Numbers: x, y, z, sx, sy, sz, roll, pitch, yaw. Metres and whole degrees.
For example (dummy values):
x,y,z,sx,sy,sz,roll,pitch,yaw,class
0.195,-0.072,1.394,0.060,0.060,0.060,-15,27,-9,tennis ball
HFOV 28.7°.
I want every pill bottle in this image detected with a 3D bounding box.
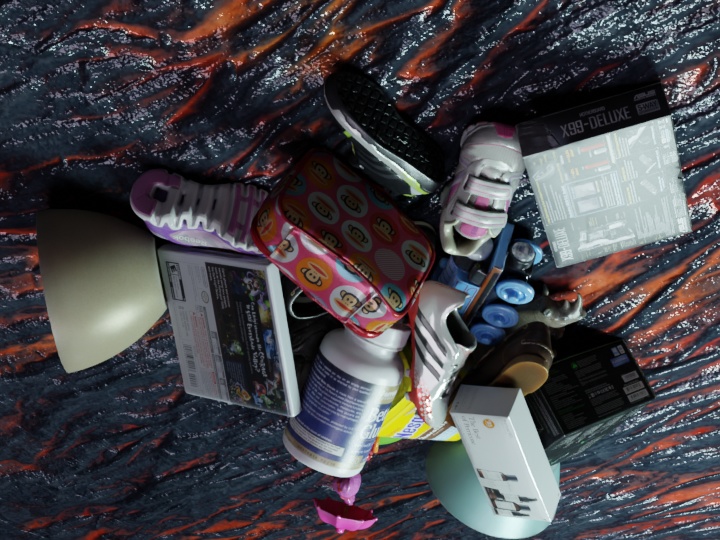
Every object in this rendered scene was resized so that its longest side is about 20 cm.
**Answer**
x,y,z,sx,sy,sz,roll,pitch,yaw,class
-0.012,0.142,1.732,0.110,0.111,0.202,19,106,-15,pill bottle

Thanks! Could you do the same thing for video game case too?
x,y,z,sx,sy,sz,roll,pitch,yaw,class
-0.160,0.072,1.721,0.180,0.023,0.202,8,116,36,video game case

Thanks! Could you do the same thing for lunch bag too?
x,y,z,sx,sy,sz,roll,pitch,yaw,class
-0.012,-0.041,1.579,0.200,0.177,0.082,41,131,-9,lunch bag

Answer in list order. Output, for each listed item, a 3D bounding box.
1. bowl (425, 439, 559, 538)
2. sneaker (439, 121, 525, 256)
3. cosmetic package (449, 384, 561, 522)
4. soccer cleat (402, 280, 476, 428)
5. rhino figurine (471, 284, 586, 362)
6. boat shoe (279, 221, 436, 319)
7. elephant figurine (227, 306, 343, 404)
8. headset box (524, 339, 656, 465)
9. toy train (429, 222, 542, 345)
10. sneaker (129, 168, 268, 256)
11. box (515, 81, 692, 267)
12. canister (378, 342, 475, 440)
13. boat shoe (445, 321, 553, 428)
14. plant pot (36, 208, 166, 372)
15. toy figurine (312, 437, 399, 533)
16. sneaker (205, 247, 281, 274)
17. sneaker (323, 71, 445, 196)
x,y,z,sx,sy,sz,roll,pitch,yaw,class
0.201,0.264,1.978,0.199,0.202,0.106,16,126,-9,bowl
0.136,-0.083,1.548,0.080,0.089,0.201,11,146,-3,sneaker
0.180,0.227,1.737,0.082,0.051,0.201,-1,133,29,cosmetic package
0.099,0.105,1.686,0.084,0.069,0.202,7,119,24,soccer cleat
0.214,0.077,1.790,0.087,0.060,0.200,29,139,-19,rhino figurine
0.001,0.002,1.686,0.200,0.063,0.074,-20,134,2,boat shoe
-0.088,0.096,1.811,0.140,0.157,0.200,17,160,5,elephant figurine
0.254,0.193,1.846,0.173,0.093,0.200,-16,159,-34,headset box
0.143,0.018,1.700,0.113,0.087,0.200,19,147,-3,toy train
-0.175,-0.058,1.681,0.198,0.081,0.089,15,153,1,sneaker
0.262,-0.096,1.501,0.156,0.050,0.201,-15,141,10,box
0.083,0.163,1.857,0.199,0.087,0.148,9,138,-43,canister
0.173,0.132,1.738,0.070,0.071,0.200,25,140,-21,boat shoe
-0.311,0.015,1.733,0.133,0.202,0.201,-10,146,-6,plant pot
-0.009,0.280,2.031,0.148,0.186,0.201,8,146,2,toy figurine
-0.134,0.013,1.767,0.198,0.075,0.090,-12,135,30,sneaker
0.011,-0.133,1.521,0.082,0.072,0.200,-16,138,35,sneaker
